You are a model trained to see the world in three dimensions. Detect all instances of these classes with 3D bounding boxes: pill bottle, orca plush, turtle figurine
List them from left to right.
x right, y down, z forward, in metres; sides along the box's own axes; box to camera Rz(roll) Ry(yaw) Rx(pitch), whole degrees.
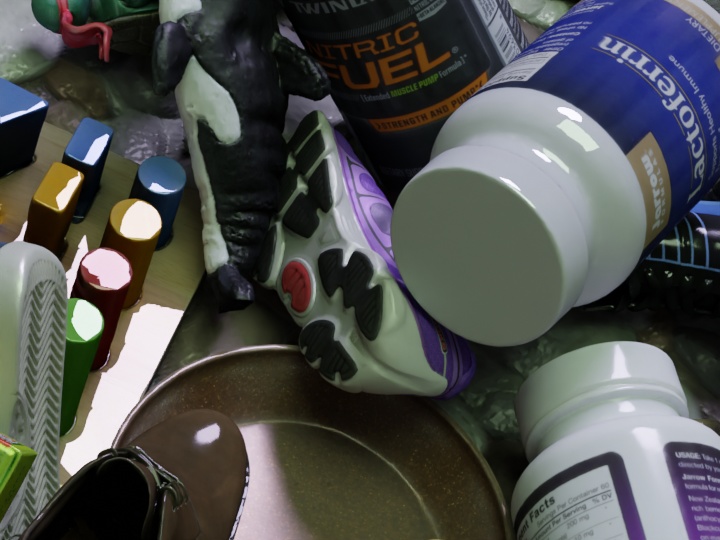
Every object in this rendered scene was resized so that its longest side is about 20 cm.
[{"bbox_3d":[-0.105,-0.163,1.442,0.200,0.101,0.150,-8,16,-25],"label":"turtle figurine"},{"bbox_3d":[-0.052,-0.082,1.336,0.071,0.105,0.201,-7,74,19],"label":"orca plush"},{"bbox_3d":[0.014,-0.143,1.387,0.106,0.200,0.106,-20,34,15],"label":"pill bottle"},{"bbox_3d":[0.103,-0.052,1.320,0.116,0.116,0.200,36,44,10],"label":"pill bottle"},{"bbox_3d":[0.133,0.138,1.280,0.111,0.112,0.200,-1,55,-18],"label":"pill bottle"}]

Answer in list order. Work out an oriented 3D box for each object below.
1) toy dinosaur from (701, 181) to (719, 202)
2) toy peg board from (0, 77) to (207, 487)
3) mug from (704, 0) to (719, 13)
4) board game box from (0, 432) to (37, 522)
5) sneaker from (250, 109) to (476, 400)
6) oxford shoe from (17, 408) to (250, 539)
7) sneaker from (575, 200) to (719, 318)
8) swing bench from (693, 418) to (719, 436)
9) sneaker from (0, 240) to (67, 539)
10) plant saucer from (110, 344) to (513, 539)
[{"bbox_3d":[0.186,-0.059,1.462,0.200,0.088,0.047,40,65,13],"label":"toy dinosaur"},{"bbox_3d":[-0.177,-0.021,1.307,0.200,0.098,0.199,24,51,0],"label":"toy peg board"},{"bbox_3d":[0.185,-0.227,1.530,0.147,0.176,0.200,24,51,1],"label":"mug"},{"bbox_3d":[-0.228,0.140,1.132,0.101,0.048,0.200,28,87,4],"label":"board game box"},{"bbox_3d":[0.000,0.000,1.361,0.083,0.081,0.200,21,30,-34],"label":"sneaker"},{"bbox_3d":[-0.095,0.109,1.188,0.073,0.085,0.200,30,34,7],"label":"oxford shoe"},{"bbox_3d":[0.151,-0.003,1.424,0.200,0.070,0.078,24,52,9],"label":"sneaker"},{"bbox_3d":[0.282,0.062,1.358,0.198,0.201,0.130,6,11,-15],"label":"swing bench"},{"bbox_3d":[-0.182,0.083,1.205,0.084,0.201,0.075,8,5,17],"label":"sneaker"},{"bbox_3d":[-0.027,0.127,1.284,0.200,0.037,0.201,9,51,-11],"label":"plant saucer"}]
